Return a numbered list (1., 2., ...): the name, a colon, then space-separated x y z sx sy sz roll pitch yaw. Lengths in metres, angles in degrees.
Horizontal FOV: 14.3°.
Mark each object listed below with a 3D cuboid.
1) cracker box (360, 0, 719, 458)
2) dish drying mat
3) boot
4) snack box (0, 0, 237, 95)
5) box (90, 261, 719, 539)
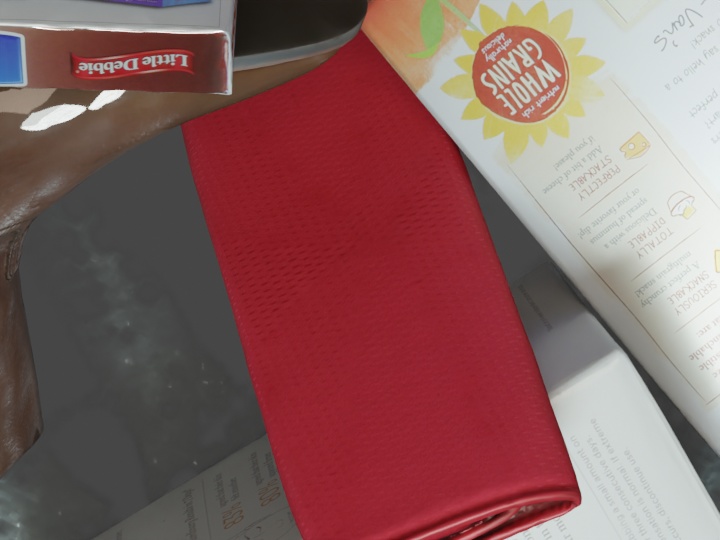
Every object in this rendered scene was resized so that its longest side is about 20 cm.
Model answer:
1. cracker box: 0.113 -0.043 0.820 0.134 0.058 0.200 -38 96 19
2. dish drying mat: 0.000 0.000 0.810 0.076 0.201 0.018 -23 139 5
3. boot: -0.094 -0.001 0.825 0.185 0.064 0.201 -8 136 -13
4. snack box: -0.131 -0.080 0.740 0.199 0.072 0.024 2 135 -1
5. box: 0.004 0.099 0.845 0.199 0.124 0.098 -31 103 2
